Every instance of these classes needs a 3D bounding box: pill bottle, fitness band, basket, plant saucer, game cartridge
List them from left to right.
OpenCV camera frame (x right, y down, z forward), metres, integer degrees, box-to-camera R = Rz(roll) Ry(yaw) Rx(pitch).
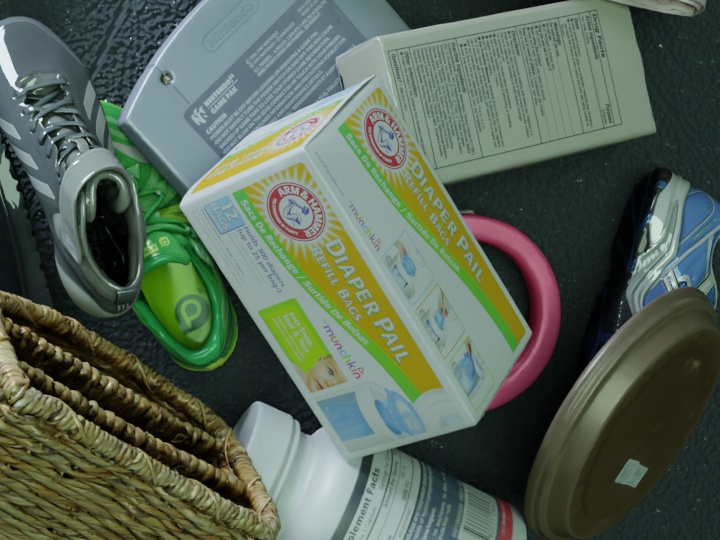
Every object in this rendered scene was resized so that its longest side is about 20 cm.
[{"bbox_3d":[-0.154,0.089,0.881,0.199,0.149,0.144,34,40,-29],"label":"basket"},{"bbox_3d":[-0.062,-0.128,0.998,0.200,0.040,0.134,-47,107,-20],"label":"game cartridge"},{"bbox_3d":[-0.001,0.171,0.997,0.199,0.120,0.120,28,86,-11],"label":"pill bottle"},{"bbox_3d":[0.043,0.036,1.045,0.198,0.037,0.145,-12,94,-10],"label":"fitness band"},{"bbox_3d":[0.184,0.103,1.010,0.029,0.200,0.201,35,83,29],"label":"plant saucer"}]

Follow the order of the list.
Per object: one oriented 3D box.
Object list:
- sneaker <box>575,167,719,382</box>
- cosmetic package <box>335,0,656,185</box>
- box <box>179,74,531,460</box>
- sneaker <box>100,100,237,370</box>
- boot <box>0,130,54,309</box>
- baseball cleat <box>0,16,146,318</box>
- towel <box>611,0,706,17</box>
[{"bbox_3d":[0.210,0.032,1.060,0.076,0.076,0.202,20,89,-9],"label":"sneaker"},{"bbox_3d":[0.093,-0.118,1.010,0.198,0.071,0.106,-13,92,-26],"label":"cosmetic package"},{"bbox_3d":[0.000,0.000,0.924,0.201,0.112,0.101,57,40,-15],"label":"box"},{"bbox_3d":[-0.136,-0.025,0.979,0.074,0.084,0.201,-31,97,-5],"label":"sneaker"},{"bbox_3d":[-0.289,0.001,0.951,0.167,0.076,0.202,-16,101,-15],"label":"boot"},{"bbox_3d":[-0.170,-0.074,0.900,0.069,0.106,0.201,-22,84,-24],"label":"baseball cleat"},{"bbox_3d":[0.154,-0.284,1.026,0.189,0.032,0.202,12,69,-9],"label":"towel"}]
